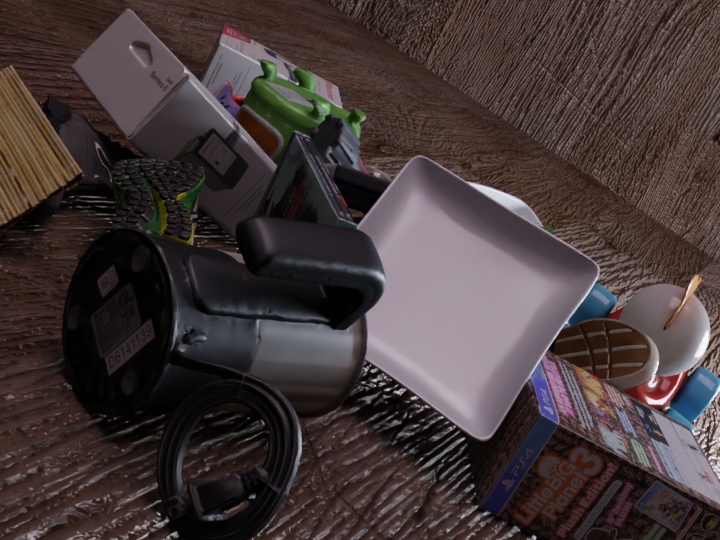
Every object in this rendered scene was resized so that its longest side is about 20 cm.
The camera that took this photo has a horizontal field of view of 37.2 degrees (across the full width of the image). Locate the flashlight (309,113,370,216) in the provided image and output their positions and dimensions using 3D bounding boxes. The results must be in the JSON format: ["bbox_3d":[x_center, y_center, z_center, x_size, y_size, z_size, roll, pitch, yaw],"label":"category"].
[{"bbox_3d":[0.008,-0.103,1.264,0.068,0.068,0.200,36,-10,46],"label":"flashlight"}]

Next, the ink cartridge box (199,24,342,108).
[{"bbox_3d":[-0.130,-0.262,1.558,0.198,0.085,0.145,26,19,-14],"label":"ink cartridge box"}]

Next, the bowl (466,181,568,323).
[{"bbox_3d":[0.171,-0.005,1.309,0.198,0.074,0.202,10,49,-49],"label":"bowl"}]

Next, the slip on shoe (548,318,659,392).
[{"bbox_3d":[0.214,0.099,1.058,0.198,0.077,0.060,-13,-45,46],"label":"slip on shoe"}]

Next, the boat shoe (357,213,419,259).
[{"bbox_3d":[0.000,0.000,0.999,0.069,0.197,0.085,-78,152,-56],"label":"boat shoe"}]

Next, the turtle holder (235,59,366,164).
[{"bbox_3d":[-0.078,-0.167,1.309,0.140,0.133,0.185,31,17,6],"label":"turtle holder"}]

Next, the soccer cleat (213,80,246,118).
[{"bbox_3d":[-0.115,-0.182,1.380,0.198,0.077,0.067,14,23,-42],"label":"soccer cleat"}]

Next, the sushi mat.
[{"bbox_3d":[-0.291,-0.096,0.856,0.200,0.095,0.012,48,-14,43],"label":"sushi mat"}]

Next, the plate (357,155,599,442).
[{"bbox_3d":[0.074,0.021,0.914,0.198,0.200,0.032,33,-26,14],"label":"plate"}]

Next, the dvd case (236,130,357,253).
[{"bbox_3d":[-0.062,-0.019,0.913,0.022,0.148,0.201,20,20,-21],"label":"dvd case"}]

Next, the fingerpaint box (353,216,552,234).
[{"bbox_3d":[0.084,-0.014,1.129,0.197,0.075,0.166,6,6,25],"label":"fingerpaint box"}]

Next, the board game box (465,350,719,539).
[{"bbox_3d":[0.200,0.167,0.921,0.198,0.098,0.160,28,18,-8],"label":"board game box"}]

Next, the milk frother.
[{"bbox_3d":[-0.070,0.076,0.710,0.187,0.179,0.204,9,70,-48],"label":"milk frother"}]

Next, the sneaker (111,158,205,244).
[{"bbox_3d":[-0.170,-0.032,0.876,0.076,0.086,0.201,4,31,-6],"label":"sneaker"}]

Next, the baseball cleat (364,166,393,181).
[{"bbox_3d":[0.072,-0.078,1.420,0.105,0.070,0.200,12,27,-45],"label":"baseball cleat"}]

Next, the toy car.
[{"bbox_3d":[0.321,0.070,1.152,0.184,0.201,0.176,40,46,13],"label":"toy car"}]

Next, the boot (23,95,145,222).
[{"bbox_3d":[-0.230,-0.081,0.944,0.131,0.070,0.201,30,22,-23],"label":"boot"}]

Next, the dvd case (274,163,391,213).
[{"bbox_3d":[-0.008,-0.083,1.111,0.141,0.018,0.199,17,-3,-28],"label":"dvd case"}]

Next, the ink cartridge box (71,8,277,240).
[{"bbox_3d":[-0.170,-0.137,1.044,0.146,0.084,0.200,46,0,40],"label":"ink cartridge box"}]
